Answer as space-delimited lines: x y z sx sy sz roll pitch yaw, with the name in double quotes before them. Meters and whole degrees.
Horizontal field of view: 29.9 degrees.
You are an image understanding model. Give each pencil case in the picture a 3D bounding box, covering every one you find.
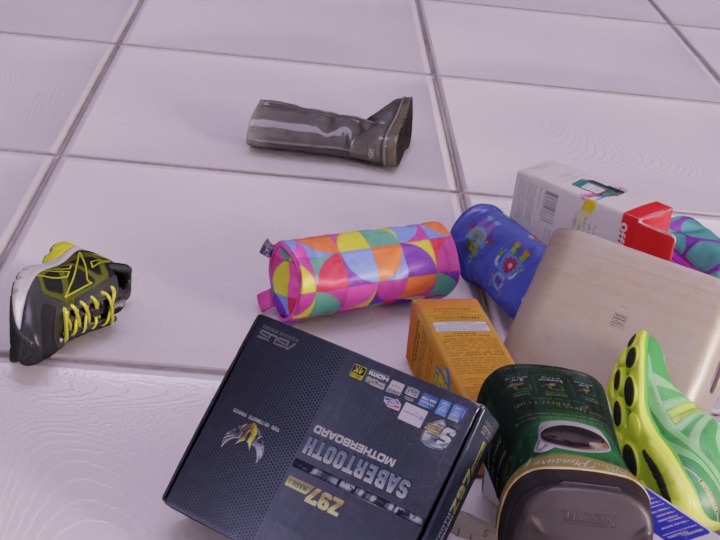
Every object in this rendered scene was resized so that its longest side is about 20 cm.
"pencil case" 0.368 0.017 1.386 0.092 0.085 0.200 25 15 -27
"pencil case" 0.161 0.006 1.368 0.078 0.087 0.200 34 8 -35
"pencil case" 0.000 0.000 1.337 0.199 0.089 0.088 -7 28 -27

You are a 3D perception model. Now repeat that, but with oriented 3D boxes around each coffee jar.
"coffee jar" 0.141 0.146 0.956 0.103 0.086 0.200 7 22 -4

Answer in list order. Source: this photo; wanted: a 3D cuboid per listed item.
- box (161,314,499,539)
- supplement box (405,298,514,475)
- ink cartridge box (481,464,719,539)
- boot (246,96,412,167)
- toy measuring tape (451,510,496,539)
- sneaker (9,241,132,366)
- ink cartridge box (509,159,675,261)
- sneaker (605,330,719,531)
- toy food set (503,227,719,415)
"box" -0.023 0.138 0.961 0.199 0.158 0.051 21 -14 28
"supplement box" 0.094 0.096 1.171 0.068 0.067 0.200 0 25 -14
"ink cartridge box" 0.187 0.189 1.014 0.094 0.037 0.200 -9 22 -30
"boot" -0.036 -0.192 1.771 0.198 0.073 0.182 5 22 12
"toy measuring tape" 0.065 0.170 1.015 0.199 0.074 0.074 20 27 7
"sneaker" -0.261 0.026 1.222 0.084 0.075 0.200 8 25 2
"ink cartridge box" 0.251 -0.027 1.414 0.199 0.117 0.067 28 32 37
"sneaker" 0.255 0.137 1.108 0.083 0.074 0.201 10 43 -18
"toy food set" 0.237 0.058 1.227 0.199 0.060 0.144 20 72 23
